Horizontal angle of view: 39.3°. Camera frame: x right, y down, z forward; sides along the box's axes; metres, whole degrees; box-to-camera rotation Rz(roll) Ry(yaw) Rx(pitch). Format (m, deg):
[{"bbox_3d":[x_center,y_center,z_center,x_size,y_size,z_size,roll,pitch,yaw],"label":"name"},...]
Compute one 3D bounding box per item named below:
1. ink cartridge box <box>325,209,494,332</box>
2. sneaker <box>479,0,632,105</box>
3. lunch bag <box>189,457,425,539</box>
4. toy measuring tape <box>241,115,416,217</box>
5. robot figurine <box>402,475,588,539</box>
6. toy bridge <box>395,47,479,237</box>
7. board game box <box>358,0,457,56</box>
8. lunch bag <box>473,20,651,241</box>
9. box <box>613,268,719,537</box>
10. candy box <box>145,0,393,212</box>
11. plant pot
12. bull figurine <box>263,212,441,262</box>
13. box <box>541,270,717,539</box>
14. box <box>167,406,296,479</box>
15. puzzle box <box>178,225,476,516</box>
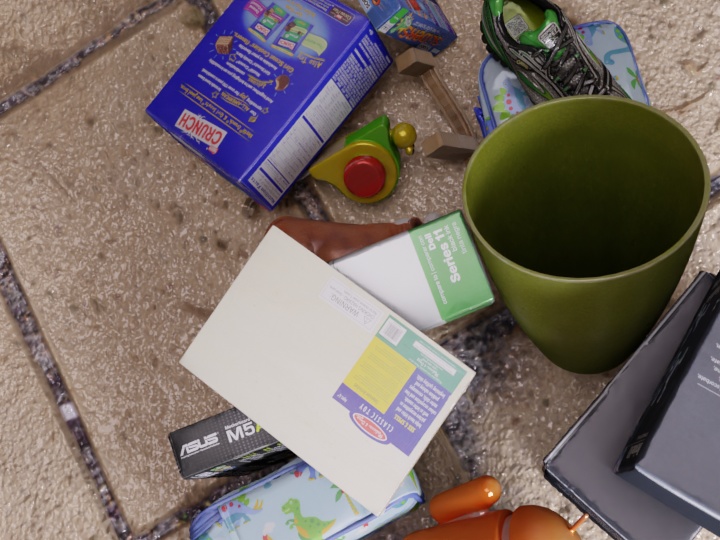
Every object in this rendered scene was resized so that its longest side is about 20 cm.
[{"bbox_3d":[0.008,0.024,0.874,0.198,0.147,0.084,-22,89,3],"label":"ink cartridge box"},{"bbox_3d":[0.172,-0.177,0.894,0.078,0.085,0.200,-41,76,2],"label":"sneaker"},{"bbox_3d":[-0.044,0.216,0.888,0.198,0.161,0.083,-28,71,0],"label":"lunch bag"},{"bbox_3d":[-0.025,-0.086,1.012,0.198,0.073,0.074,-28,74,20],"label":"toy measuring tape"},{"bbox_3d":[0.104,0.257,0.824,0.198,0.117,0.145,-19,42,22],"label":"robot figurine"},{"bbox_3d":[0.091,-0.121,0.990,0.027,0.067,0.203,-30,70,38],"label":"toy bridge"},{"bbox_3d":[0.011,-0.316,1.009,0.034,0.135,0.202,-36,73,24],"label":"board game box"},{"bbox_3d":[0.198,-0.127,0.964,0.158,0.082,0.203,-16,77,6],"label":"lunch bag"},{"bbox_3d":[0.266,0.074,0.672,0.106,0.149,0.202,28,83,14],"label":"box"},{"bbox_3d":[-0.093,-0.185,1.008,0.169,0.077,0.201,37,85,34],"label":"candy box"},{"bbox_3d":[0.188,-0.007,0.840,0.184,0.201,0.189,-7,51,9],"label":"plant pot"},{"bbox_3d":[0.000,0.000,0.980,0.197,0.065,0.123,5,82,12],"label":"bull figurine"},{"bbox_3d":[0.257,0.130,0.840,0.124,0.197,0.200,40,87,14],"label":"box"},{"bbox_3d":[-0.048,0.131,0.892,0.191,0.200,0.048,-24,77,5],"label":"box"},{"bbox_3d":[-0.026,0.076,0.782,0.199,0.025,0.134,36,88,11],"label":"puzzle box"}]
